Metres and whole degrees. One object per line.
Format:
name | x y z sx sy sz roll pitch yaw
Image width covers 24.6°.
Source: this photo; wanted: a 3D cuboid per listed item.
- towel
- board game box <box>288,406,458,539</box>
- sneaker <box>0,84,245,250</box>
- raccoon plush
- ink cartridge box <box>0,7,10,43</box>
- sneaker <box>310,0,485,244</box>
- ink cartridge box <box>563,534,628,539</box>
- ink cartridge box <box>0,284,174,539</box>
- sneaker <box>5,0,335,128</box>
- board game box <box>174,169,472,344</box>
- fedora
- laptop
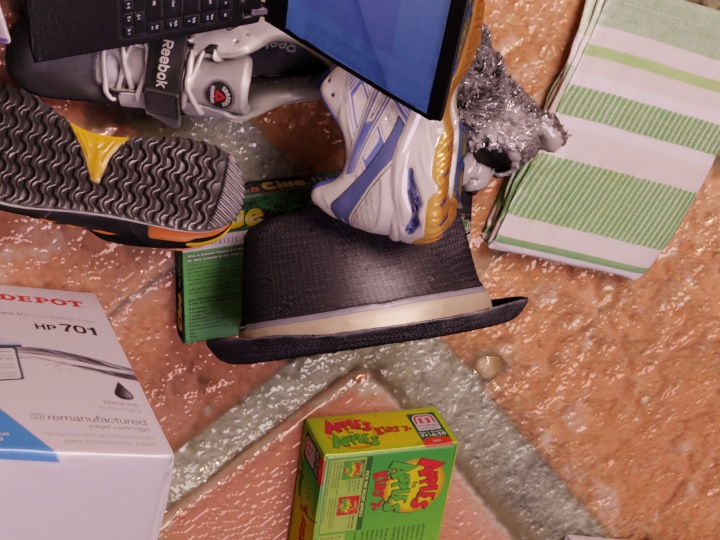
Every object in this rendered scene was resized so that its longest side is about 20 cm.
towel | 0.181 -0.092 1.123 0.152 0.023 0.200 12 112 -29
board game box | 0.002 0.199 1.204 0.101 0.048 0.200 -3 120 -21
sneaker | -0.171 -0.050 0.971 0.200 0.070 0.090 13 159 -8
raccoon plush | 0.075 -0.144 1.010 0.134 0.097 0.200 1 118 -32
ink cartridge box | -0.244 -0.212 0.769 0.043 0.198 0.200 -41 131 -39
sneaker | 0.017 -0.116 0.913 0.088 0.075 0.200 11 101 15
ink cartridge box | 0.239 0.302 1.342 0.200 0.083 0.146 10 114 -27
ink cartridge box | -0.208 0.086 0.956 0.146 0.200 0.086 6 115 -26
sneaker | -0.100 -0.123 0.948 0.200 0.089 0.074 -7 123 -17
board game box | -0.023 -0.015 1.082 0.200 0.023 0.105 -8 122 -18
fedora | 0.000 0.000 1.014 0.200 0.201 0.092 -9 90 -18
laptop | -0.058 -0.144 0.804 0.200 0.103 0.177 -13 148 -15
